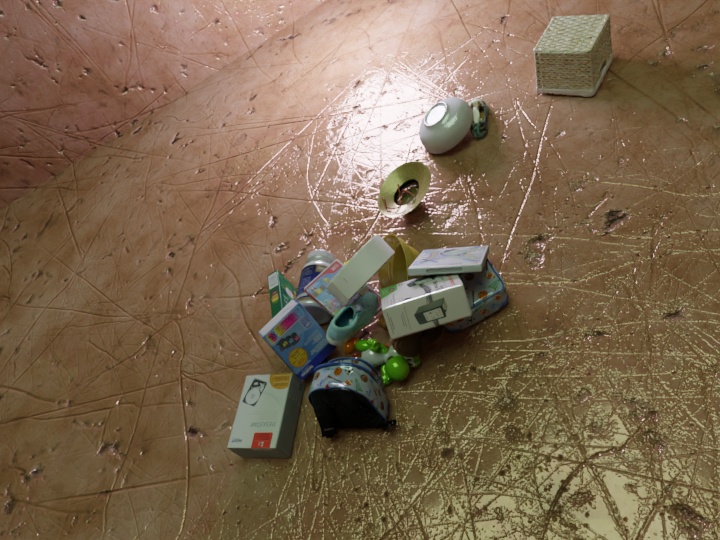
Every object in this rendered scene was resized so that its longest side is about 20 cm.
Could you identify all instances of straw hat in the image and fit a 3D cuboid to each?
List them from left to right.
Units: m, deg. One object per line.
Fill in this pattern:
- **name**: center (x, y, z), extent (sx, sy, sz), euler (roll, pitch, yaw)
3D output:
- **straw hat**: center (0.153, -0.234, 1.689), extent (0.198, 0.085, 0.205), euler (-20, 54, 29)

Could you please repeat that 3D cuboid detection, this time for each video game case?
- **video game case**: center (-0.041, 0.072, 1.510), extent (0.199, 0.018, 0.143), euler (39, 60, 17)
- **video game case**: center (0.227, -0.027, 1.364), extent (0.178, 0.022, 0.200), euler (-3, 14, 19)

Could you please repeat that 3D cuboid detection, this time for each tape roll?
- **tape roll**: center (0.000, 0.000, 1.425), extent (0.071, 0.202, 0.202), euler (45, 80, 2)

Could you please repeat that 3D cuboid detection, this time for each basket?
- **basket**: center (0.678, -0.685, 1.712), extent (0.197, 0.162, 0.200), euler (18, 63, 35)

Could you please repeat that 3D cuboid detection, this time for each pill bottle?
- **pill bottle**: center (-0.127, 0.047, 1.597), extent (0.113, 0.116, 0.203), euler (-10, 51, 21)

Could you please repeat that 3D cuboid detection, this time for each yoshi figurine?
- **yoshi figurine**: center (0.051, 0.232, 1.373), extent (0.196, 0.112, 0.114), euler (1, 71, 25)

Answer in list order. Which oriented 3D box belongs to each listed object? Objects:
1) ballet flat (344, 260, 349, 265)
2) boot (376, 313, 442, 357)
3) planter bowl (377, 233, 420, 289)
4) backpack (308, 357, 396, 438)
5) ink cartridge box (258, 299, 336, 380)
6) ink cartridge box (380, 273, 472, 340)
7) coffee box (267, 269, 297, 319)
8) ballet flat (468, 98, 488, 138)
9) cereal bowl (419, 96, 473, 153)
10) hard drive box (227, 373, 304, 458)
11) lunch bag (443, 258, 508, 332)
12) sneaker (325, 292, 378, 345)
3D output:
- **ballet flat**: center (-0.040, 0.034, 1.594), extent (0.066, 0.067, 0.203), euler (-9, 51, 22)
- **boot**: center (0.100, 0.146, 1.371), extent (0.153, 0.078, 0.198), euler (18, 27, 35)
- **planter bowl**: center (0.122, -0.002, 1.495), extent (0.082, 0.203, 0.202), euler (-3, 42, -21)
- **backpack**: center (-0.031, 0.297, 1.299), extent (0.196, 0.191, 0.156), euler (-14, 49, 19)
- **ink cartridge box**: center (-0.161, 0.199, 1.467), extent (0.136, 0.201, 0.076), euler (-43, 19, -10)
- **ink cartridge box**: center (0.152, 0.076, 1.291), extent (0.196, 0.086, 0.146), euler (-17, 16, 5)
- **coffee box**: center (-0.220, 0.108, 1.591), extent (0.043, 0.123, 0.202), euler (-27, 47, 11)
- **ballet flat**: center (0.393, -0.532, 1.806), extent (0.073, 0.075, 0.203), euler (-14, 50, 18)
- **cereal bowl**: center (0.271, -0.496, 1.793), extent (0.198, 0.083, 0.203), euler (-28, 46, 33)
- **hard drive box**: center (-0.246, 0.383, 1.425), extent (0.153, 0.077, 0.203), euler (-9, 52, 23)
- **lunch bag**: center (0.280, 0.056, 1.404), extent (0.198, 0.076, 0.162), euler (-29, 44, 5)
- **sneaker**: center (-0.010, 0.115, 1.422), extent (0.073, 0.083, 0.200), euler (36, 53, 13)
